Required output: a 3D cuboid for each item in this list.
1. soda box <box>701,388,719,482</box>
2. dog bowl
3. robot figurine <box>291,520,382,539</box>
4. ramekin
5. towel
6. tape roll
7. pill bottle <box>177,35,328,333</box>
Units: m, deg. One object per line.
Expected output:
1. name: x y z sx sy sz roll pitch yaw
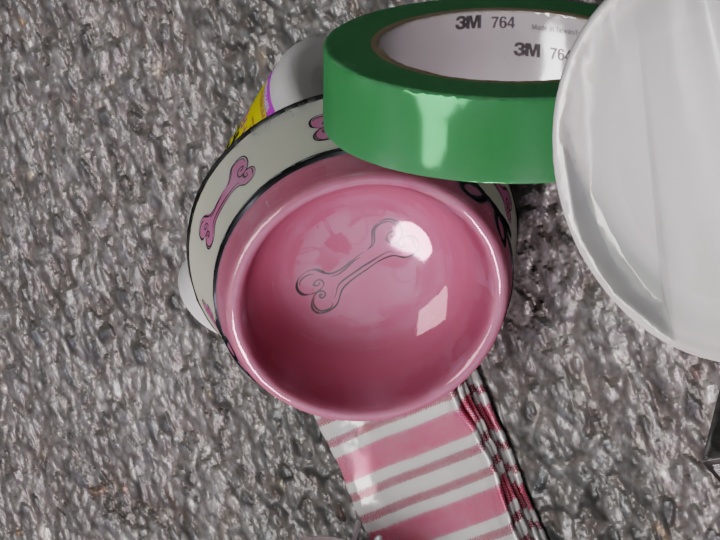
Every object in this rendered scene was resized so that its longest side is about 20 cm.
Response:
1. soda box: 0.276 0.074 1.433 0.199 0.071 0.063 -13 135 40
2. dog bowl: 0.000 0.000 1.634 0.074 0.199 0.201 -105 22 -59
3. robot figurine: -0.035 0.253 1.765 0.201 0.112 0.169 -65 24 -2
4. ramekin: 0.200 -0.060 1.372 0.201 0.094 0.204 11 108 37
5. towel: 0.043 0.141 1.767 0.146 0.030 0.201 -28 83 49
6. tape roll: 0.079 -0.100 1.515 0.200 0.200 0.048 20 118 41
7. pill bottle: -0.043 -0.044 1.736 0.104 0.104 0.200 53 135 20
